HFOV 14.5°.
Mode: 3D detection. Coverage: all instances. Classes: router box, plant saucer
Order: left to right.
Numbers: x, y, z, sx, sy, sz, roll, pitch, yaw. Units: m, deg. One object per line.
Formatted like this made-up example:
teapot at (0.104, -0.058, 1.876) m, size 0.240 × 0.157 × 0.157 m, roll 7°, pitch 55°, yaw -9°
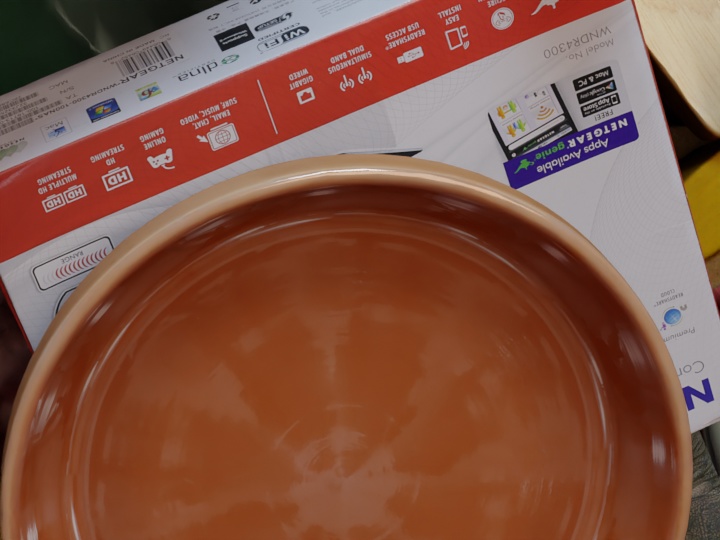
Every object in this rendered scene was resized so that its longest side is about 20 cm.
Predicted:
plant saucer at (-0.004, 0.062, 0.815) m, size 0.200 × 0.032 × 0.201 m, roll -3°, pitch 109°, yaw -8°
router box at (0.000, 0.000, 0.848) m, size 0.200 × 0.049 × 0.180 m, roll -24°, pitch 121°, yaw -5°

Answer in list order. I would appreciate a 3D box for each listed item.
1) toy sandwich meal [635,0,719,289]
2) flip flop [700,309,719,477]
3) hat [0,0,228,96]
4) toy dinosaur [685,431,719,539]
toy sandwich meal at (0.097, -0.083, 0.966) m, size 0.205 × 0.070 × 0.206 m, roll 4°, pitch 81°, yaw -24°
flip flop at (0.170, 0.101, 0.980) m, size 0.081 × 0.058 × 0.201 m, roll -10°, pitch 87°, yaw -25°
hat at (-0.062, -0.107, 0.928) m, size 0.199 × 0.176 × 0.166 m, roll 0°, pitch 106°, yaw 0°
toy dinosaur at (0.091, 0.112, 0.947) m, size 0.102 × 0.077 × 0.201 m, roll 12°, pitch 73°, yaw -34°
